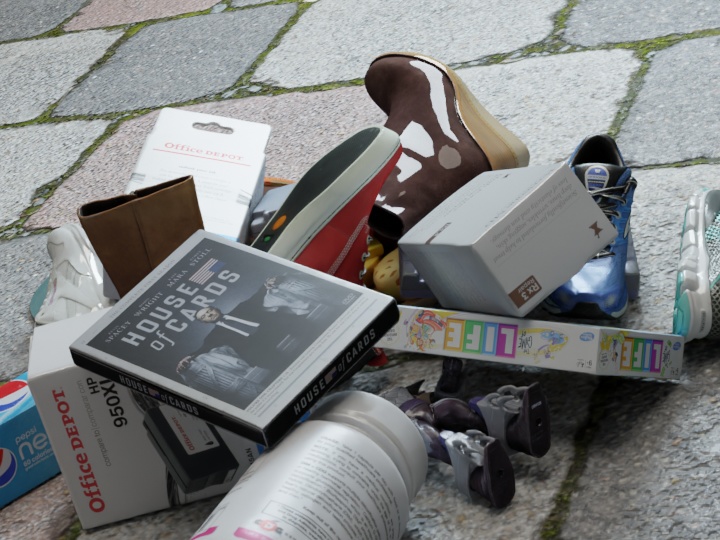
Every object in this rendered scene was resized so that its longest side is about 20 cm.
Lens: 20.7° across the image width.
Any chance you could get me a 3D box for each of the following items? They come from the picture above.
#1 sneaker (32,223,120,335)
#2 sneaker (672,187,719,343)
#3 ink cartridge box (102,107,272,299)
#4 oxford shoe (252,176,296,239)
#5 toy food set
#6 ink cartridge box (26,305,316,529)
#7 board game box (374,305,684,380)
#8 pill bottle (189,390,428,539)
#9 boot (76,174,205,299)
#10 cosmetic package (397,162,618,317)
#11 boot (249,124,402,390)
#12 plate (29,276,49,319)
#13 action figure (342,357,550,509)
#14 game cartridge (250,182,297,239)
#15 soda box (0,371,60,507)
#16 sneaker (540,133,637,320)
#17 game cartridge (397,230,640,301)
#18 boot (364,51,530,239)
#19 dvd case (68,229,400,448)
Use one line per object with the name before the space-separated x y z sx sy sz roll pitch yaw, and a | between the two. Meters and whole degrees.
sneaker | -0.267 0.026 1.805 0.099 0.075 0.200 -26 39 -9
sneaker | 0.297 0.001 1.565 0.090 0.078 0.201 6 32 9
ink cartridge box | -0.153 -0.055 1.792 0.115 0.067 0.201 10 43 5
oxford shoe | -0.127 -0.036 1.903 0.199 0.071 0.073 -17 64 -35
toy food set | 0.000 0.000 1.754 0.196 0.049 0.200 -22 25 -12
ink cartridge box | -0.141 0.098 1.516 0.198 0.146 0.084 -15 26 2
board game box | 0.126 0.054 1.494 0.199 0.035 0.134 6 -1 37
pill bottle | -0.035 0.174 1.330 0.112 0.114 0.200 -1 29 30
boot | -0.116 0.010 1.619 0.186 0.202 0.069 -9 24 14
cosmetic package | 0.108 -0.024 1.508 0.101 0.074 0.200 -40 8 -12
boot | -0.005 -0.005 1.590 0.200 0.144 0.072 -51 20 -8
plate | -0.232 -0.001 1.927 0.198 0.026 0.201 -14 25 7
action figure | 0.051 0.112 1.466 0.130 0.070 0.199 -37 29 -32
game cartridge | 0.005 -0.069 1.800 0.198 0.042 0.133 -12 8 10
soda box | -0.281 0.135 1.617 0.199 0.068 0.064 -31 29 -29
sneaker | 0.182 -0.038 1.587 0.078 0.090 0.201 3 41 4
game cartridge | 0.130 -0.024 1.667 0.198 0.039 0.130 0 33 0
boot | 0.029 -0.112 1.694 0.166 0.073 0.200 -26 48 -34
dvd case | -0.092 0.045 1.418 0.199 0.025 0.150 19 50 36
